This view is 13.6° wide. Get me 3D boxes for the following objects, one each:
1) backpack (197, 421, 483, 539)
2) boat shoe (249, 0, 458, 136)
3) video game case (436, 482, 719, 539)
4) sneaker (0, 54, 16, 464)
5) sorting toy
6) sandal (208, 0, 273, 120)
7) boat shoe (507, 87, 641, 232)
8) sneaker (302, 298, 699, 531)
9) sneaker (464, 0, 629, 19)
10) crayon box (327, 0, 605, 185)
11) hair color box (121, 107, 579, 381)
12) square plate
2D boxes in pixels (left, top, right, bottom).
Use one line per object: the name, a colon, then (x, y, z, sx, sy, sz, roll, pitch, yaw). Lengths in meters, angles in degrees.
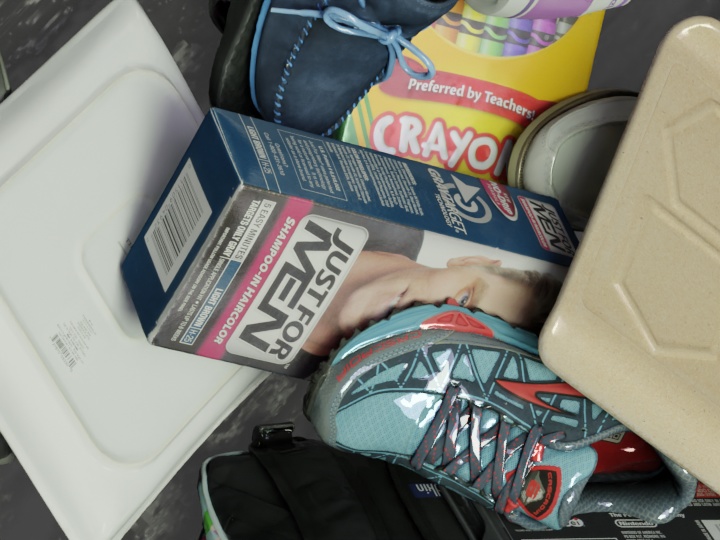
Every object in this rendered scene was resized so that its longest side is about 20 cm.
backpack: (0.011, 0.178, 1.447, 0.176, 0.200, 0.151, -2, 116, -20)
boat shoe: (0.011, -0.141, 1.404, 0.084, 0.069, 0.201, 6, 121, -40)
video game case: (0.129, 0.103, 1.481, 0.199, 0.181, 0.026, 2, 124, -27)
sneaker: (-0.196, -0.006, 1.432, 0.079, 0.075, 0.201, -7, 89, -8)
sorting toy: (0.183, 0.007, 1.432, 0.185, 0.036, 0.201, 36, 61, -18)
sandal: (-0.038, -0.154, 1.447, 0.075, 0.048, 0.201, -14, 133, -32)
boat shoe: (0.165, -0.050, 1.514, 0.199, 0.068, 0.075, -2, 103, -38)
sneaker: (0.073, 0.073, 1.394, 0.199, 0.096, 0.080, 6, 124, -22)
sneaker: (0.078, -0.212, 1.485, 0.114, 0.073, 0.202, -5, 69, -35)
crayon box: (0.049, -0.102, 1.510, 0.126, 0.051, 0.201, 12, 91, -19)
hair color box: (0.000, 0.000, 1.412, 0.199, 0.061, 0.100, 13, 124, -31)
square plate: (-0.113, 0.001, 1.423, 0.198, 0.028, 0.201, -47, 116, -38)
